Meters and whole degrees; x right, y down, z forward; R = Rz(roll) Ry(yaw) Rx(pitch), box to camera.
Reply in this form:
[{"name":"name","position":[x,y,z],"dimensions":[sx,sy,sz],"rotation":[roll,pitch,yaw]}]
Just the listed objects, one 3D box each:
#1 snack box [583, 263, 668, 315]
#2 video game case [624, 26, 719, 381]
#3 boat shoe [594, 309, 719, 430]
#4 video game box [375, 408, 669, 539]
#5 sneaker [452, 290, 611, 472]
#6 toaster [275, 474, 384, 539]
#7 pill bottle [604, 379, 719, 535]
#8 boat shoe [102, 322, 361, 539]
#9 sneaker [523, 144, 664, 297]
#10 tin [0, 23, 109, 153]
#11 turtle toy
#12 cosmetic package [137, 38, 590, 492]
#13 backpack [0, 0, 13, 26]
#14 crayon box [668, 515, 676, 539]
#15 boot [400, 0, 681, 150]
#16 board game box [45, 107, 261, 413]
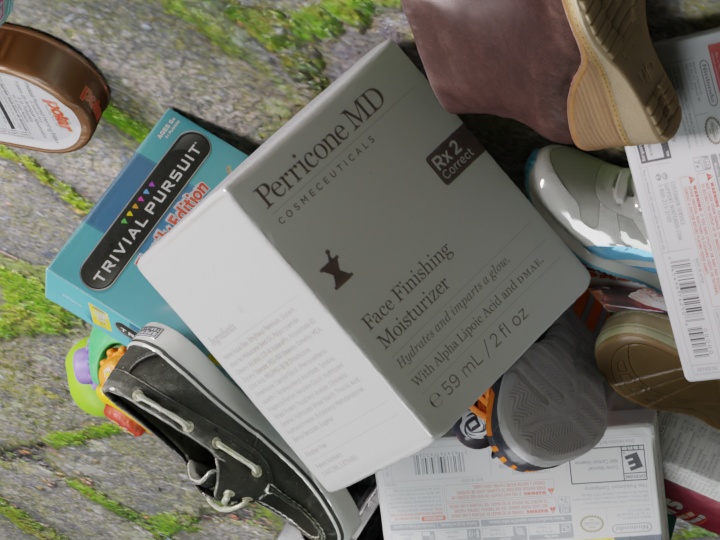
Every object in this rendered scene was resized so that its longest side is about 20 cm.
[{"name":"snack box","position":[0.237,0.010,1.609],"dimensions":[0.198,0.024,0.072],"rotation":[7,152,25]},{"name":"video game case","position":[0.234,-0.042,1.369],"dimensions":[0.181,0.023,0.202],"rotation":[-9,98,46]},{"name":"boat shoe","position":[0.222,0.055,1.580],"dimensions":[0.072,0.066,0.199],"rotation":[-21,149,40]},{"name":"video game box","position":[0.117,0.193,1.680],"dimensions":[0.198,0.184,0.047],"rotation":[-4,-169,13]},{"name":"sneaker","position":[0.101,0.093,1.564],"dimensions":[0.112,0.200,0.078],"rotation":[-40,95,29]},{"name":"toaster","position":[0.056,0.175,1.776],"dimensions":[0.180,0.201,0.119],"rotation":[33,-163,3]},{"name":"pill bottle","position":[0.219,0.114,1.725],"dimensions":[0.199,0.110,0.110],"rotation":[22,154,-5]},{"name":"boat shoe","position":[-0.086,0.122,1.585],"dimensions":[0.200,0.064,0.071],"rotation":[43,153,-14]},{"name":"sneaker","position":[0.196,-0.030,1.520],"dimensions":[0.199,0.077,0.081],"rotation":[28,131,-6]},{"name":"tin","position":[-0.271,-0.132,1.688],"dimensions":[0.198,0.042,0.112],"rotation":[11,157,18]},{"name":"turtle toy","position":[-0.171,0.078,1.927],"dimensions":[0.145,0.101,0.200],"rotation":[38,168,-24]},{"name":"cosmetic package","position":[0.000,0.000,1.523],"dimensions":[0.200,0.165,0.165],"rotation":[49,151,-5]},{"name":"backpack","position":[-0.305,-0.187,1.469],"dimensions":[0.199,0.154,0.176],"rotation":[28,157,5]},{"name":"crayon box","position":[0.128,0.159,1.934],"dimensions":[0.199,0.059,0.172],"rotation":[-6,144,41]},{"name":"boot","position":[0.084,-0.149,1.363],"dimensions":[0.165,0.073,0.201],"rotation":[13,143,37]},{"name":"board game box","position":[-0.089,0.004,1.637],"dimensions":[0.199,0.151,0.047],"rotation":[31,154,8]}]
